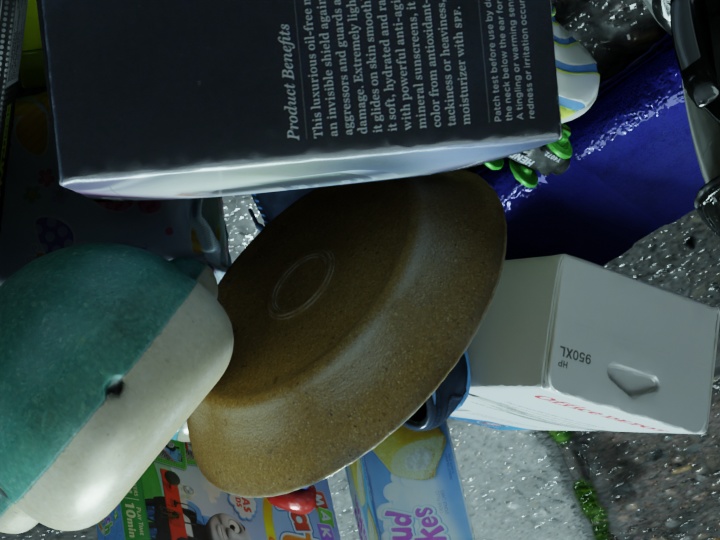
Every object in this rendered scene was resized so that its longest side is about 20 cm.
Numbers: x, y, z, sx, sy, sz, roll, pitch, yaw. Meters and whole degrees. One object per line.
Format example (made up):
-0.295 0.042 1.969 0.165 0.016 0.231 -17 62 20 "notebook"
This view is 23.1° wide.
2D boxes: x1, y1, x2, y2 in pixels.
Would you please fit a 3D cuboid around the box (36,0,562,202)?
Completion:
-0.032 -0.097 0.755 0.196 0.125 0.200 -5 -179 -4 "box"

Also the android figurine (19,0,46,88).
-0.139 -0.161 0.855 0.197 0.041 0.183 -6 144 -8 "android figurine"

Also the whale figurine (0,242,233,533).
-0.135 0.048 0.833 0.104 0.160 0.200 40 170 -8 "whale figurine"

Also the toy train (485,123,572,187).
0.041 -0.104 0.973 0.199 0.057 0.042 23 132 -34 "toy train"

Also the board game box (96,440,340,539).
-0.097 0.185 1.250 0.199 0.152 0.037 19 133 -38 "board game box"

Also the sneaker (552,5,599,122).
0.074 -0.146 0.916 0.199 0.076 0.105 18 134 -36 "sneaker"

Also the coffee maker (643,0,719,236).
0.236 -0.134 0.879 0.190 0.202 0.135 -20 147 13 "coffee maker"

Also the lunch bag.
-0.159 -0.031 0.952 0.168 0.129 0.200 -12 171 -1 "lunch bag"

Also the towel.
0.156 -0.065 1.088 0.199 0.050 0.147 -32 148 24 "towel"

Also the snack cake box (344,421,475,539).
0.037 0.183 1.250 0.066 0.202 0.116 -7 144 -9 "snack cake box"

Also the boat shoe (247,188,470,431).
0.000 0.000 1.006 0.084 0.200 0.069 -39 -177 25 "boat shoe"

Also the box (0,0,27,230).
-0.259 -0.057 0.809 0.191 0.048 0.202 9 100 -5 "box"

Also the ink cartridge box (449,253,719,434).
0.107 0.051 1.115 0.144 0.085 0.199 16 167 -35 "ink cartridge box"

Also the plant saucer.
-0.019 0.016 0.856 0.199 0.201 0.035 -32 122 24 "plant saucer"

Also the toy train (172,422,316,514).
-0.075 0.106 1.219 0.114 0.086 0.200 18 177 0 "toy train"
